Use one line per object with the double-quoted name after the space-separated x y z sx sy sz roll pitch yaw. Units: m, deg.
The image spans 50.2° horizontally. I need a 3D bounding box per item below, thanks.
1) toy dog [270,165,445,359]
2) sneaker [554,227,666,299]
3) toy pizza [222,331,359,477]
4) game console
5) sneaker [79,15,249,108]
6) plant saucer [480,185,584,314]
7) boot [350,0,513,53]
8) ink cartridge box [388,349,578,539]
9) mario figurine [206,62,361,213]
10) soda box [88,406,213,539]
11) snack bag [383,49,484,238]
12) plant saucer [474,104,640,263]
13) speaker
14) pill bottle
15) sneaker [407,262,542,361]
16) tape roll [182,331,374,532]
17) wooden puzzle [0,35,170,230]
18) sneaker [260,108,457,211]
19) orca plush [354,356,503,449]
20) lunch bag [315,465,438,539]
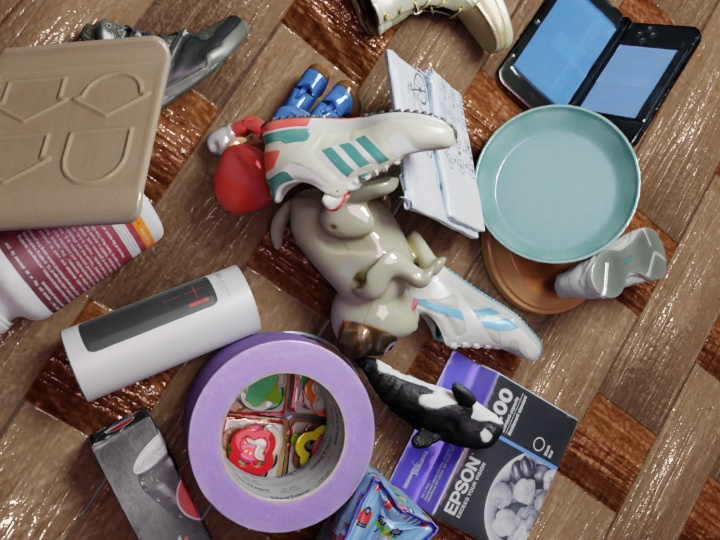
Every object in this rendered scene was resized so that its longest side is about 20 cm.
0.000 0.000 0.868 0.192 0.140 0.202 -14 102 8 "toy dog"
0.324 -0.008 0.992 0.199 0.080 0.071 -14 89 -39 "sneaker"
-0.083 0.173 0.898 0.198 0.032 0.203 -1 91 -20 "toy pizza"
0.309 -0.276 0.993 0.201 0.172 0.119 -56 134 -10 "game console"
-0.217 -0.237 0.815 0.199 0.076 0.115 -36 109 -10 "sneaker"
0.254 -0.042 1.016 0.198 0.037 0.203 0 91 -20 "plant saucer"
0.080 -0.320 0.927 0.154 0.072 0.201 -39 98 -16 "boot"
0.161 0.235 0.985 0.199 0.043 0.199 30 81 -17 "ink cartridge box"
-0.089 -0.137 0.866 0.200 0.123 0.106 -50 131 -24 "mario figurine"
-0.218 0.255 0.834 0.070 0.063 0.202 -27 101 -18 "soda box"
0.087 -0.143 0.877 0.199 0.021 0.191 14 66 -59 "snack bag"
0.241 -0.104 0.952 0.198 0.036 0.202 -2 78 11 "plant saucer"
-0.209 0.065 0.824 0.198 0.081 0.082 -21 98 -18 "speaker"
-0.308 -0.025 0.767 0.199 0.113 0.113 -38 103 -16 "pill bottle"
0.137 0.065 0.961 0.199 0.076 0.081 31 88 -11 "sneaker"
-0.090 0.171 0.834 0.198 0.085 0.202 0 91 -16 "tape roll"
-0.277 -0.127 0.734 0.183 0.046 0.202 -3 64 8 "wooden puzzle"
-0.003 -0.106 0.764 0.198 0.070 0.095 0 91 9 "sneaker"
0.076 0.169 0.897 0.199 0.105 0.072 37 54 -22 "orca plush"
-0.021 0.325 0.859 0.094 0.151 0.201 38 82 -3 "lunch bag"
